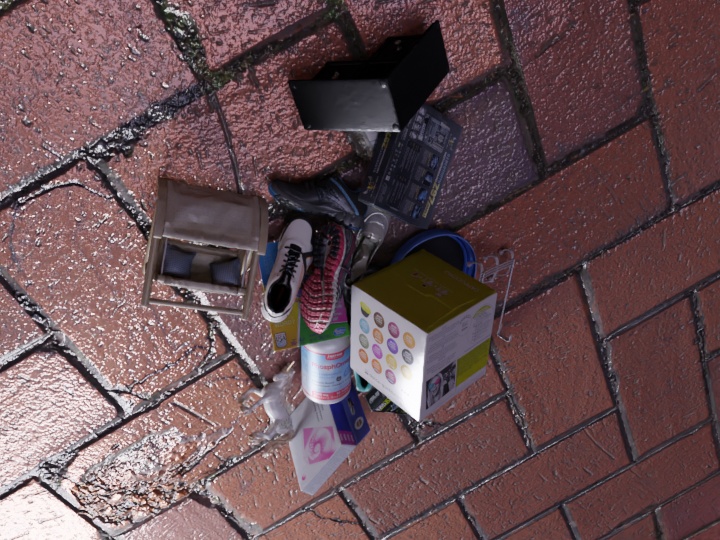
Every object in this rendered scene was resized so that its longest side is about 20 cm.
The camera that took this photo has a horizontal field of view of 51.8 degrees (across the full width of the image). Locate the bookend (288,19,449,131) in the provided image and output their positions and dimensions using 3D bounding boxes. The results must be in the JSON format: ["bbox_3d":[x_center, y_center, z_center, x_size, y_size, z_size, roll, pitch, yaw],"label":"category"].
[{"bbox_3d":[0.019,-0.326,1.247,0.201,0.195,0.093,-53,137,-36],"label":"bookend"}]

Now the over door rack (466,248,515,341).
[{"bbox_3d":[0.261,0.065,1.551,0.146,0.066,0.205,-18,113,-48],"label":"over door rack"}]

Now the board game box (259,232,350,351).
[{"bbox_3d":[-0.111,0.039,1.418,0.149,0.040,0.205,-11,90,-10],"label":"board game box"}]

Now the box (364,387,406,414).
[{"bbox_3d":[0.137,0.242,1.637,0.191,0.048,0.200,17,125,-43],"label":"box"}]

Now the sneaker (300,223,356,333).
[{"bbox_3d":[-0.051,0.019,1.372,0.074,0.080,0.205,7,101,-53],"label":"sneaker"}]

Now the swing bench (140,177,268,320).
[{"bbox_3d":[-0.278,-0.039,1.326,0.194,0.131,0.204,8,118,-21],"label":"swing bench"}]

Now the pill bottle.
[{"bbox_3d":[-0.070,0.166,1.531,0.106,0.109,0.204,-7,123,-13],"label":"pill bottle"}]

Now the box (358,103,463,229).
[{"bbox_3d":[0.092,-0.193,1.329,0.156,0.051,0.204,18,93,-44],"label":"box"}]

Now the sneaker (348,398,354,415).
[{"bbox_3d":[-0.062,0.367,1.670,0.074,0.081,0.202,23,112,-25],"label":"sneaker"}]

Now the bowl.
[{"bbox_3d":[0.145,0.007,1.533,0.196,0.040,0.205,-12,124,-18],"label":"bowl"}]

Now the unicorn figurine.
[{"bbox_3d":[-0.191,0.288,1.591,0.135,0.074,0.204,-20,116,-15],"label":"unicorn figurine"}]

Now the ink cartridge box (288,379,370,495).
[{"bbox_3d":[-0.077,0.334,1.581,0.043,0.198,0.201,28,110,-32],"label":"ink cartridge box"}]

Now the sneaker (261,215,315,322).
[{"bbox_3d":[-0.127,-0.003,1.357,0.072,0.080,0.205,16,83,-7],"label":"sneaker"}]

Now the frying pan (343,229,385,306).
[{"bbox_3d":[0.016,0.001,1.508,0.112,0.031,0.193,0,124,-19],"label":"frying pan"}]

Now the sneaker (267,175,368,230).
[{"bbox_3d":[-0.076,-0.140,1.376,0.196,0.073,0.084,17,89,-24],"label":"sneaker"}]

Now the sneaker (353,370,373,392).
[{"bbox_3d":[0.016,0.159,1.520,0.075,0.091,0.205,1,110,6],"label":"sneaker"}]

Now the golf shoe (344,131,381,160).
[{"bbox_3d":[0.040,-0.233,1.353,0.097,0.078,0.201,-45,130,-9],"label":"golf shoe"}]

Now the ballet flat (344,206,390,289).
[{"bbox_3d":[0.012,-0.051,1.433,0.068,0.070,0.203,19,106,-27],"label":"ballet flat"}]

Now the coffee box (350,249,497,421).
[{"bbox_3d":[0.114,0.113,1.398,0.198,0.198,0.202,-25,130,-36],"label":"coffee box"}]
